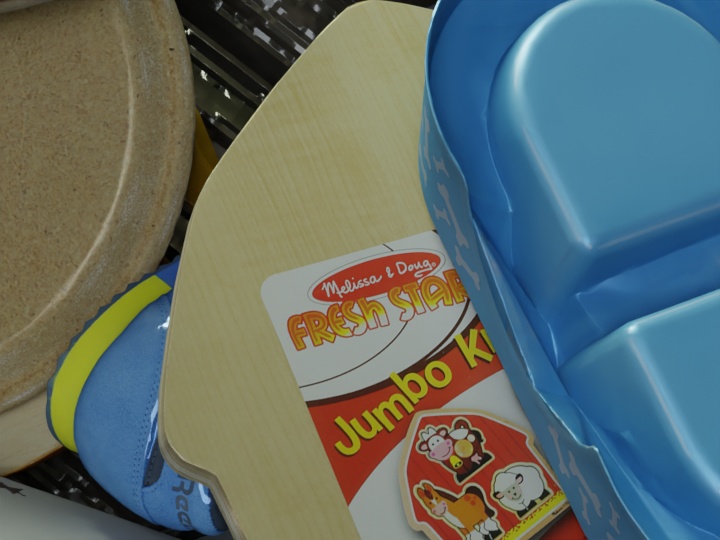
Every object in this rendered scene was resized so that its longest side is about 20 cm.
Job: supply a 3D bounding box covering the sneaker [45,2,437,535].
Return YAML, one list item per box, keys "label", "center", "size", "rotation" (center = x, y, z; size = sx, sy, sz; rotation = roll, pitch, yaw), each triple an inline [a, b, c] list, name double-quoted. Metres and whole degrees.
- label: "sneaker"
  center: [0.000, 0.000, 0.782]
  size: [0.078, 0.066, 0.200]
  rotation: [29, 64, 35]

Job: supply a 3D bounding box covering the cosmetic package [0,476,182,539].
- label: "cosmetic package"
  center: [-0.090, 0.114, 0.731]
  size: [0.199, 0.113, 0.082]
  rotation: [16, 99, 12]

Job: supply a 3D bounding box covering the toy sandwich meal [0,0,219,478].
- label: "toy sandwich meal"
  center: [-0.129, -0.035, 0.828]
  size: [0.204, 0.070, 0.207]
  rotation: [-2, 83, 15]

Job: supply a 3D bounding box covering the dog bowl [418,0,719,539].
- label: "dog bowl"
  center: [0.083, 0.004, 0.682]
  size: [0.111, 0.050, 0.201]
  rotation: [-19, 72, -22]

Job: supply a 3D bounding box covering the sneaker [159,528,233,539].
- label: "sneaker"
  center: [-0.074, 0.093, 0.814]
  size: [0.115, 0.075, 0.201]
  rotation: [32, 92, 8]

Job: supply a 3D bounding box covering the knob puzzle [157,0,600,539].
- label: "knob puzzle"
  center: [0.036, 0.020, 0.706]
  size: [0.218, 0.030, 0.221]
  rotation: [6, 65, -12]

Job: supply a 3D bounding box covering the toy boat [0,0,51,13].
- label: "toy boat"
  center: [-0.143, -0.141, 0.740]
  size: [0.199, 0.131, 0.131]
  rotation: [-13, 75, 13]
